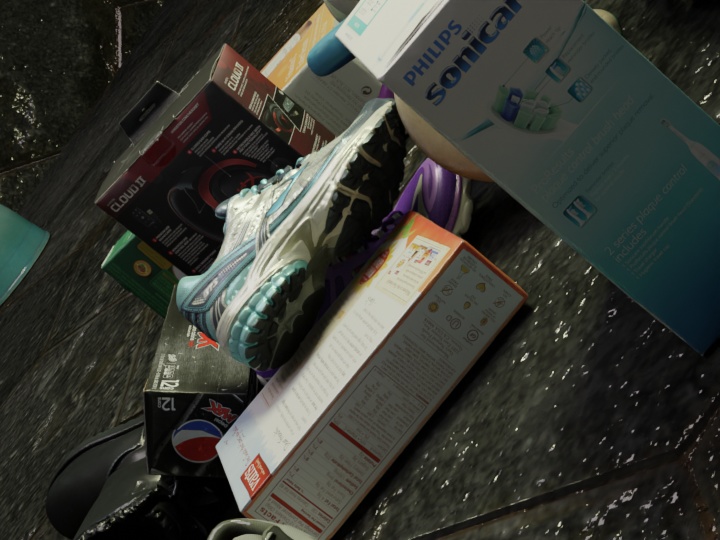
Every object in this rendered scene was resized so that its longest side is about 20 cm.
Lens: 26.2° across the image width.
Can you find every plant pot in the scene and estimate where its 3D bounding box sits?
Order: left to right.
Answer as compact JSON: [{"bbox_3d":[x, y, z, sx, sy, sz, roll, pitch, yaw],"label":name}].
[{"bbox_3d":[-0.667,-0.043,2.645,0.200,0.188,0.200,-44,18,18],"label":"plant pot"}]

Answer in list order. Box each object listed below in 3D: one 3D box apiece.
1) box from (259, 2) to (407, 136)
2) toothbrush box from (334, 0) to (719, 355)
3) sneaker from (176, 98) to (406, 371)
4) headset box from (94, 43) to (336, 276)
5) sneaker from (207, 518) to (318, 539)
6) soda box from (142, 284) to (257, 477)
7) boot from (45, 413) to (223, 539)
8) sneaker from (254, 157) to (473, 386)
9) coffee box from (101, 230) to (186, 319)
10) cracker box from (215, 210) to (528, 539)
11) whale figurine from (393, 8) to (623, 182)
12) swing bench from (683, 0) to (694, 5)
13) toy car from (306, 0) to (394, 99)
[{"bbox_3d":[-0.049,-0.129,1.380,0.200,0.106,0.152,-44,18,20],"label":"box"},{"bbox_3d":[0.095,-0.070,0.725,0.085,0.200,0.146,-48,18,7],"label":"toothbrush box"},{"bbox_3d":[-0.045,-0.038,0.982,0.200,0.086,0.078,-55,-27,-18],"label":"sneaker"},{"bbox_3d":[-0.097,-0.067,1.211,0.149,0.200,0.075,-43,19,26],"label":"headset box"},{"bbox_3d":[-0.027,0.167,0.757,0.074,0.079,0.200,-53,18,-14],"label":"sneaker"},{"bbox_3d":[-0.107,0.073,1.088,0.200,0.071,0.063,-92,5,-70],"label":"soda box"},{"bbox_3d":[-0.175,0.176,1.115,0.198,0.073,0.162,-34,18,25],"label":"boot"},{"bbox_3d":[0.000,0.000,1.026,0.200,0.083,0.081,-52,17,-7],"label":"sneaker"},{"bbox_3d":[-0.115,-0.030,1.322,0.200,0.123,0.044,-42,16,32],"label":"coffee box"},{"bbox_3d":[0.001,0.064,0.932,0.200,0.058,0.134,-50,15,1],"label":"cracker box"},{"bbox_3d":[0.094,-0.157,0.972,0.159,0.200,0.104,9,14,29],"label":"whale figurine"},{"bbox_3d":[0.224,-0.288,0.985,0.199,0.130,0.200,-48,22,7],"label":"swing bench"},{"bbox_3d":[0.048,-0.174,1.094,0.175,0.200,0.150,-91,8,-86],"label":"toy car"}]
